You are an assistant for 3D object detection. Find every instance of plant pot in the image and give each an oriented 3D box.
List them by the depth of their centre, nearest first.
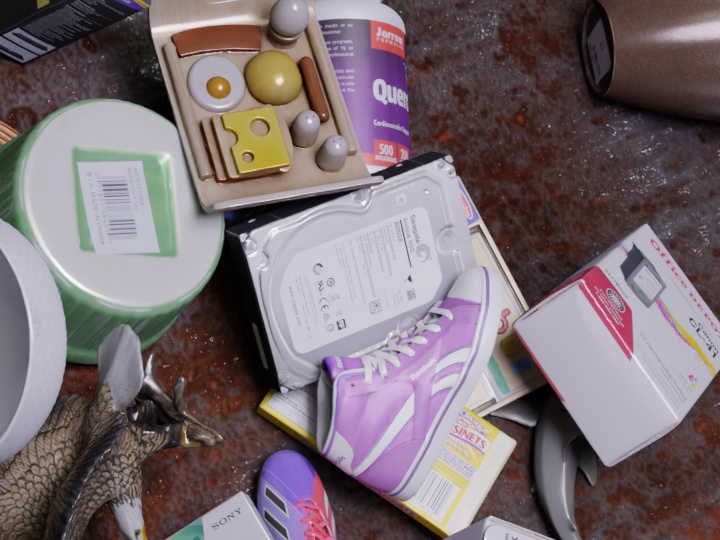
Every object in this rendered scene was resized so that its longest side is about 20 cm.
[{"bbox_3d":[0.320,-0.222,1.638,0.198,0.187,0.189,-7,73,-11],"label":"plant pot"}]

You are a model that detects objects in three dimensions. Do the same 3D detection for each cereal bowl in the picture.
[{"bbox_3d":[-0.289,0.052,1.251,0.083,0.199,0.202,3,64,-59],"label":"cereal bowl"}]

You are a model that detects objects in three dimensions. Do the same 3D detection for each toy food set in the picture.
[{"bbox_3d":[-0.076,-0.145,1.351,0.142,0.061,0.202,-11,69,-19],"label":"toy food set"}]

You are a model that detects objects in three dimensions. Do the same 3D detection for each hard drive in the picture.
[{"bbox_3d":[0.000,0.000,1.390,0.198,0.038,0.141,-21,109,-23],"label":"hard drive"}]

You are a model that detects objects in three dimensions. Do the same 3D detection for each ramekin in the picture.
[{"bbox_3d":[-0.203,-0.036,1.344,0.198,0.097,0.202,13,65,-29],"label":"ramekin"}]

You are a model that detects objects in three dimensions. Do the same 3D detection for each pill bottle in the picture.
[{"bbox_3d":[-0.014,-0.155,1.466,0.111,0.112,0.202,2,80,-23],"label":"pill bottle"}]

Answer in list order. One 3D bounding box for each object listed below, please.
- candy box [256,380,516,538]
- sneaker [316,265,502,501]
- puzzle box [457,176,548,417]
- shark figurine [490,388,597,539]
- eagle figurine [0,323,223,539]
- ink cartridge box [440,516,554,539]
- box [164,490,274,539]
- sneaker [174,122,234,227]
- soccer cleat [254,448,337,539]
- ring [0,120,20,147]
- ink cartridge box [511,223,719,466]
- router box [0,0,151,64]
[{"bbox_3d":[0.022,0.130,1.420,0.199,0.026,0.103,34,66,-1],"label":"candy box"},{"bbox_3d":[0.034,0.071,1.362,0.114,0.073,0.202,29,79,-16],"label":"sneaker"},{"bbox_3d":[0.075,0.033,1.488,0.132,0.025,0.201,-26,82,-20],"label":"puzzle box"},{"bbox_3d":[0.186,0.169,1.463,0.127,0.090,0.217,6,66,-20],"label":"shark figurine"},{"bbox_3d":[-0.202,0.155,1.250,0.199,0.152,0.151,-31,72,-29],"label":"eagle figurine"},{"bbox_3d":[0.076,0.286,1.300,0.083,0.200,0.146,20,63,-15],"label":"ink cartridge box"},{"bbox_3d":[-0.097,0.287,1.273,0.144,0.036,0.201,-32,75,-5],"label":"box"},{"bbox_3d":[-0.110,-0.130,1.451,0.088,0.079,0.202,8,67,-18],"label":"sneaker"},{"bbox_3d":[-0.036,0.234,1.343,0.068,0.073,0.202,-1,71,-24],"label":"soccer cleat"},{"bbox_3d":[-0.327,-0.042,1.354,0.198,0.019,0.203,8,68,-21],"label":"ring"},{"bbox_3d":[0.231,0.059,1.477,0.148,0.085,0.200,54,31,2],"label":"ink cartridge box"},{"bbox_3d":[-0.237,-0.289,1.408,0.052,0.156,0.202,24,59,-45],"label":"router box"}]
